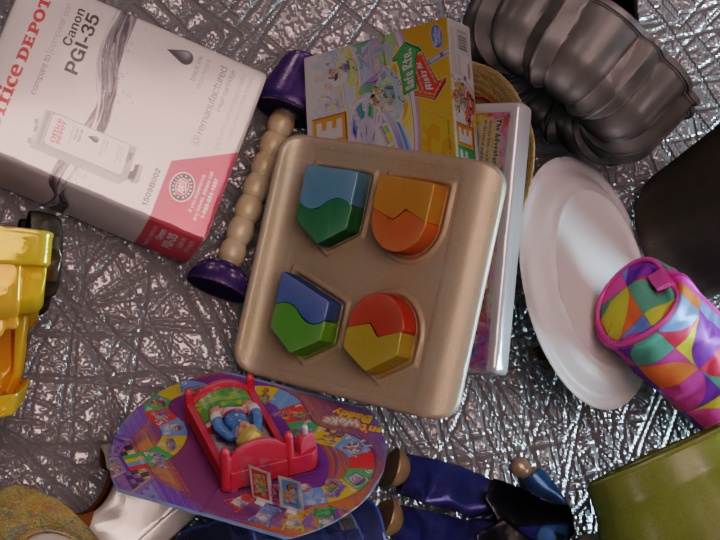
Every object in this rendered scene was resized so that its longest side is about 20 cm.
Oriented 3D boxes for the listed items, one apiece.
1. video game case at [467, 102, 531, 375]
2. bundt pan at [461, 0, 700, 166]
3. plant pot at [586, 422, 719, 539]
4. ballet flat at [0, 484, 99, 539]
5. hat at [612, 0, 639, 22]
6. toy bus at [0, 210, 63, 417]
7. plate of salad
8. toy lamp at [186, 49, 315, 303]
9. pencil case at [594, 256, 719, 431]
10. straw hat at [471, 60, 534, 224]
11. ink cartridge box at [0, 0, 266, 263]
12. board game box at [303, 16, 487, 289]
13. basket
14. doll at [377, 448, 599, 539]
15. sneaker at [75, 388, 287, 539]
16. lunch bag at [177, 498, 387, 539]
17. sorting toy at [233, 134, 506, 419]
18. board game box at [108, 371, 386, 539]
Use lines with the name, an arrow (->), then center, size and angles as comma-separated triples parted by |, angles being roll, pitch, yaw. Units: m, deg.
video game case -> 0.040, -0.024, 1.568 | 0.024, 0.181, 0.202 | 15, 79, -53
bundt pan -> 0.158, -0.151, 1.602 | 0.201, 0.202, 0.076 | 36, 82, -6
plant pot -> 0.266, 0.223, 1.565 | 0.199, 0.200, 0.194 | -21, 83, -18
ballet flat -> -0.193, 0.236, 1.444 | 0.070, 0.071, 0.201 | -34, 94, -19
hat -> 0.177, -0.240, 1.655 | 0.080, 0.201, 0.202 | -8, 80, 7
toy bus -> -0.283, 0.053, 1.455 | 0.135, 0.200, 0.194 | 3, 85, -14
plate of salad -> 0.171, 0.011, 1.628 | 0.200, 0.048, 0.202 | 22, 63, -50
toy lamp -> -0.075, -0.075, 1.608 | 0.058, 0.058, 0.201 | 23, 76, -10
pencil case -> 0.267, 0.069, 1.619 | 0.200, 0.088, 0.089 | 37, 69, -37
straw hat -> 0.073, -0.062, 1.618 | 0.085, 0.200, 0.203 | 13, 71, -53
ink cartridge box -> -0.192, -0.114, 1.568 | 0.199, 0.083, 0.147 | 23, 74, -10
board game box -> 0.024, -0.075, 1.552 | 0.034, 0.134, 0.202 | 14, 68, -53
basket -> 0.316, -0.062, 1.626 | 0.135, 0.200, 0.181 | 29, 63, -16
doll -> 0.106, 0.204, 1.602 | 0.199, 0.048, 0.137 | 17, 66, -18
sneaker -> -0.140, 0.140, 1.535 | 0.200, 0.073, 0.085 | -41, 94, -18
lunch bag -> -0.039, 0.266, 1.494 | 0.132, 0.136, 0.202 | -5, 82, -34
sorting toy -> 0.000, 0.000, 1.511 | 0.036, 0.199, 0.187 | 15, 87, -54
board game box -> -0.079, 0.113, 1.479 | 0.199, 0.039, 0.158 | 14, 36, 19
